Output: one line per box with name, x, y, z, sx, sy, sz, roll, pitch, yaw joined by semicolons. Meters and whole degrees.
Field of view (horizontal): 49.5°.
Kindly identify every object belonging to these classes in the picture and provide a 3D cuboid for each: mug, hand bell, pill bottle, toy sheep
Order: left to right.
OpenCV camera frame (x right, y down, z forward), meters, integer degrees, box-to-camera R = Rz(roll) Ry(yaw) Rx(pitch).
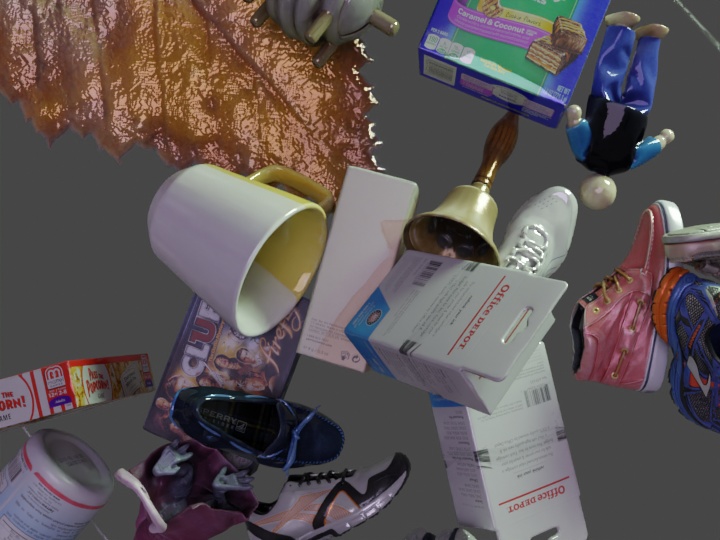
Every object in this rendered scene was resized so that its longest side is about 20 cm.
pill bottle;-0.370;0.279;0.844;0.109;0.109;0.200;42;91;6
mug;-0.129;-0.035;0.821;0.152;0.186;0.151;30;106;20
toy sheep;-0.043;-0.302;0.841;0.199;0.138;0.139;36;90;10
hand bell;0.130;-0.094;0.822;0.103;0.105;0.201;25;59;6

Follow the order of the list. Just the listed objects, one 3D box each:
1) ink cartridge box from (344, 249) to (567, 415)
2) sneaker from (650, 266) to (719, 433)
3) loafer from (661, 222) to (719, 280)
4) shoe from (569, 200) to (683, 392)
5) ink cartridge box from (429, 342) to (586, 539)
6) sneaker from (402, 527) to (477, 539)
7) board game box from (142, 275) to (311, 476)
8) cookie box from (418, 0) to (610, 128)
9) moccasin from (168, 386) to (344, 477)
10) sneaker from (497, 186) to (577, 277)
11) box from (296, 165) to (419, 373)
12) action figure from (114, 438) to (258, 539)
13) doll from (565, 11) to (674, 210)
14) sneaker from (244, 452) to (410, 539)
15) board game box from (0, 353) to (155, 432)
ink cartridge box;0.093;0.055;0.719;0.116;0.199;0.067;-49;126;-21
sneaker;0.350;0.091;0.771;0.075;0.078;0.201;-41;118;-19
loafer;0.376;-0.018;0.776;0.198;0.072;0.064;-9;95;-33
shoe;0.276;0.024;0.818;0.090;0.071;0.203;7;92;0
ink cartridge box;0.147;0.185;0.792;0.115;0.067;0.203;-10;85;-29
sneaker;0.110;0.325;0.763;0.129;0.199;0.080;42;64;-4
board game box;-0.143;0.106;0.871;0.134;0.035;0.202;20;88;6
cookie box;0.175;-0.284;0.840;0.169;0.075;0.202;23;84;7
moccasin;-0.097;0.169;0.800;0.198;0.068;0.082;15;77;-31
sneaker;0.169;-0.001;0.823;0.074;0.087;0.201;32;89;6
box;0.000;0.000;0.835;0.077;0.095;0.203;15;89;7
action figure;-0.191;0.271;0.809;0.134;0.148;0.201;46;124;15
doll;0.279;-0.163;0.837;0.135;0.048;0.203;14;92;-19
sneaker;-0.038;0.244;0.834;0.199;0.074;0.081;-31;82;2
board game box;-0.319;0.129;0.803;0.149;0.200;0.047;-15;85;3
